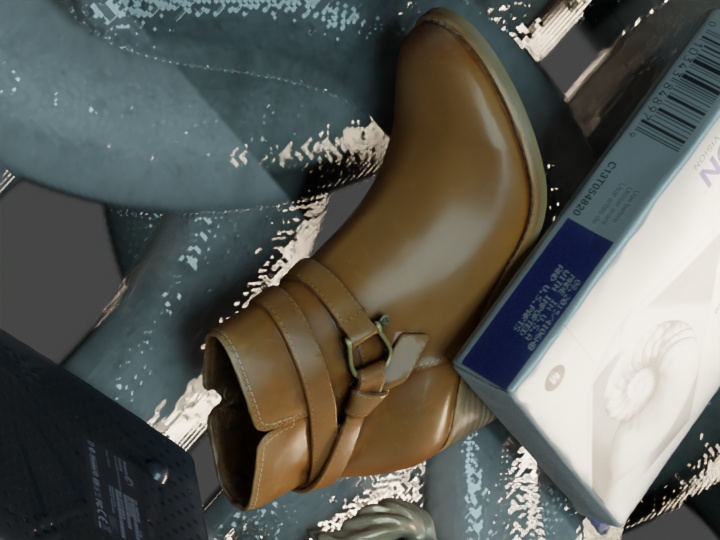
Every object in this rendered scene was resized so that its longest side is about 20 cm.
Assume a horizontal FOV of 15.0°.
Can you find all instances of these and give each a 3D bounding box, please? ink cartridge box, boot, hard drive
[{"bbox_3d":[0.145,0.014,1.236,0.200,0.041,0.200,-54,144,-9],"label":"ink cartridge box"},{"bbox_3d":[0.000,0.000,1.160,0.154,0.074,0.201,-20,114,-28],"label":"boot"},{"bbox_3d":[-0.141,0.078,1.068,0.200,0.135,0.042,34,114,-32],"label":"hard drive"}]

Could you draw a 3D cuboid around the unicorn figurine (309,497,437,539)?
[{"bbox_3d":[0.043,0.191,1.239,0.137,0.074,0.201,-35,113,-32],"label":"unicorn figurine"}]
